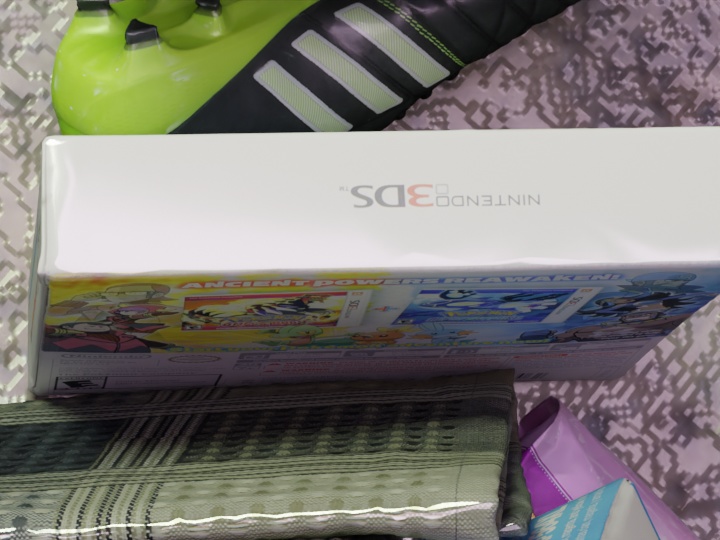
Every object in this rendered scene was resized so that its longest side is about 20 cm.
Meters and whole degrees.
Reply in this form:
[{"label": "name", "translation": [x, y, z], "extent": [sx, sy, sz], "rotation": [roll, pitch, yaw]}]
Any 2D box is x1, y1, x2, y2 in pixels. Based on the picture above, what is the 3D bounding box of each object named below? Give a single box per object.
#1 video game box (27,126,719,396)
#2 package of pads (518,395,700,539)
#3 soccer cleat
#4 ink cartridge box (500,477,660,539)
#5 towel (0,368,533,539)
[{"label": "video game box", "translation": [0.000, 0.000, 0.882], "extent": [0.198, 0.182, 0.047], "rotation": [-1, 80, -8]}, {"label": "package of pads", "translation": [0.086, 0.149, 0.926], "extent": [0.200, 0.076, 0.121], "rotation": [45, 79, 1]}, {"label": "soccer cleat", "translation": [-0.008, -0.070, 0.956], "extent": [0.199, 0.068, 0.082], "rotation": [-19, 126, -24]}, {"label": "ink cartridge box", "translation": [0.008, 0.166, 0.826], "extent": [0.199, 0.125, 0.129], "rotation": [-25, 94, 14]}, {"label": "towel", "translation": [-0.049, 0.065, 0.849], "extent": [0.198, 0.193, 0.035], "rotation": [-4, 97, 5]}]
